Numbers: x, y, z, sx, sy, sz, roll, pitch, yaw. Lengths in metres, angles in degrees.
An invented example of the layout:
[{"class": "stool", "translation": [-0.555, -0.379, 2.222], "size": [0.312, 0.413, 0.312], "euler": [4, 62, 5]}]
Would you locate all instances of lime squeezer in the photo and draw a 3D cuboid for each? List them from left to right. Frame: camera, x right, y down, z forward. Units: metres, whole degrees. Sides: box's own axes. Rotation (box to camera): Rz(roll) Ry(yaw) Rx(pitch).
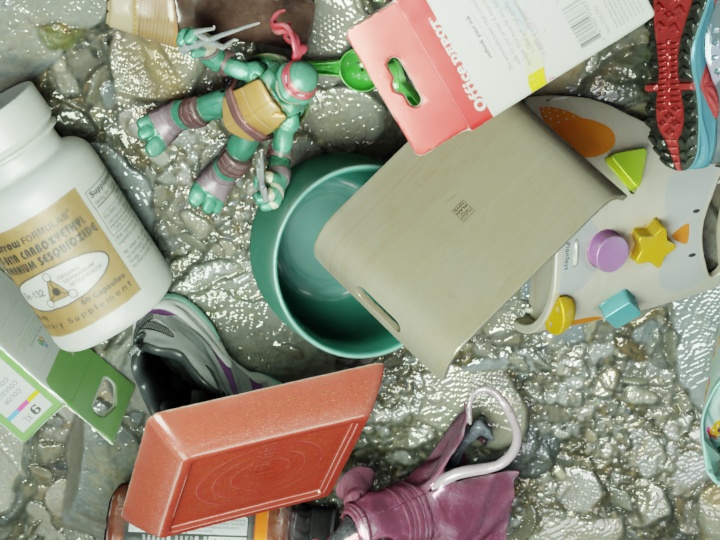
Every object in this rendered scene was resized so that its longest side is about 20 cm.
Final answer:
[{"class": "lime squeezer", "translation": [0.005, -0.151, 1.410], "size": [0.199, 0.070, 0.038], "euler": [23, 110, 40]}]

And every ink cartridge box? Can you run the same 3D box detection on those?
[{"class": "ink cartridge box", "translation": [-0.290, 0.075, 1.521], "size": [0.200, 0.104, 0.059], "euler": [42, 110, -14]}, {"class": "ink cartridge box", "translation": [0.096, -0.185, 1.298], "size": [0.199, 0.067, 0.117], "euler": [-31, 110, 5]}]

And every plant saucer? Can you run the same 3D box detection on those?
[{"class": "plant saucer", "translation": [-0.086, 0.154, 1.463], "size": [0.198, 0.037, 0.200], "euler": [-11, 153, -21]}]

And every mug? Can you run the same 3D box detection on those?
[{"class": "mug", "translation": [-0.010, -0.002, 1.449], "size": [0.151, 0.114, 0.187], "euler": [-15, 106, -15]}]

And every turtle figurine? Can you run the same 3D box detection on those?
[{"class": "turtle figurine", "translation": [-0.089, -0.120, 1.398], "size": [0.199, 0.100, 0.151], "euler": [-28, 89, 52]}]

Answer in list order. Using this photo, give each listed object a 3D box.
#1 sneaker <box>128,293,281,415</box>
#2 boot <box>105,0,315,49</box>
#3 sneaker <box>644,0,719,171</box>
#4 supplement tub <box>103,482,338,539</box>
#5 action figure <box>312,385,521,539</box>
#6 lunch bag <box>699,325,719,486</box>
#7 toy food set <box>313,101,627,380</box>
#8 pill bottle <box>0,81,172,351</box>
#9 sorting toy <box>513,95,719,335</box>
[{"class": "sneaker", "translation": [-0.124, 0.122, 1.509], "size": [0.200, 0.140, 0.078], "euler": [42, 109, -13]}, {"class": "boot", "translation": [-0.110, -0.271, 1.396], "size": [0.164, 0.072, 0.202], "euler": [3, 112, -11]}, {"class": "sneaker", "translation": [0.275, -0.181, 1.404], "size": [0.095, 0.079, 0.202], "euler": [-5, 104, -30]}, {"class": "supplement tub", "translation": [-0.120, 0.241, 1.580], "size": [0.198, 0.107, 0.108], "euler": [2, 113, 2]}, {"class": "action figure", "translation": [0.046, 0.207, 1.508], "size": [0.135, 0.199, 0.149], "euler": [57, 147, 22]}, {"class": "lunch bag", "translation": [0.341, 0.069, 1.440], "size": [0.121, 0.171, 0.201], "euler": [29, 112, 0]}, {"class": "toy food set", "translation": [0.081, -0.035, 1.358], "size": [0.200, 0.060, 0.143], "euler": [-45, 72, -4]}, {"class": "pill bottle", "translation": [-0.249, -0.045, 1.462], "size": [0.114, 0.115, 0.201], "euler": [-27, 109, 14]}, {"class": "sorting toy", "translation": [0.225, -0.036, 1.459], "size": [0.178, 0.107, 0.202], "euler": [-6, 114, -15]}]
